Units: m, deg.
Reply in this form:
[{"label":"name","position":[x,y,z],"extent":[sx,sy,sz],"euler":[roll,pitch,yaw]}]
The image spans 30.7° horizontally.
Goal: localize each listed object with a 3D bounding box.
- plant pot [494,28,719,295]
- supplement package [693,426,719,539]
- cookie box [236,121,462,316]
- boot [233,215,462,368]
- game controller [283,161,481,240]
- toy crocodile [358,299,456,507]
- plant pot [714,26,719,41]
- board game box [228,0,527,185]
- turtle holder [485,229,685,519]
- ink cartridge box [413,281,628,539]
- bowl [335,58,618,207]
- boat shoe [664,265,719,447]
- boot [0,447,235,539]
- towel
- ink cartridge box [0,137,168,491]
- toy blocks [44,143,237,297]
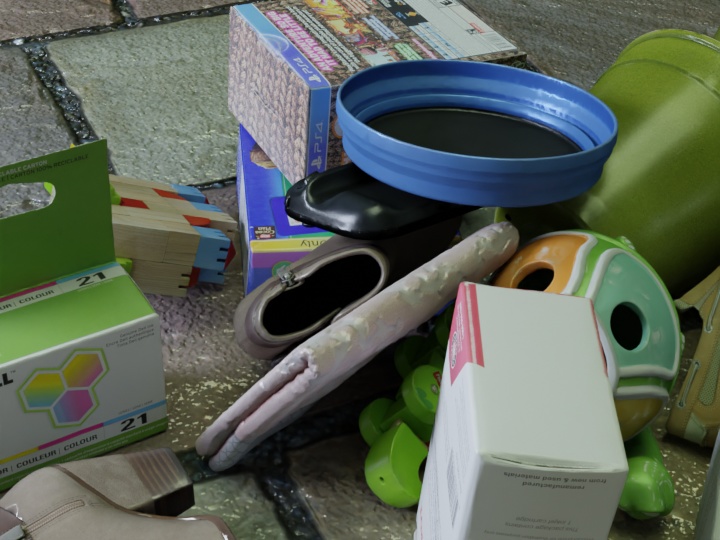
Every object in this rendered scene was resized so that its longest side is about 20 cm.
[{"label":"plant pot","position":[0.214,-0.056,1.042],"extent":[0.192,0.202,0.200],"euler":[-36,50,-25]},{"label":"supplement package","position":[0.251,0.189,0.757],"extent":[0.116,0.118,0.201],"euler":[13,38,12]},{"label":"cookie box","position":[-0.015,-0.048,1.090],"extent":[0.169,0.076,0.201],"euler":[-1,38,-8]},{"label":"boot","position":[0.000,0.000,0.918],"extent":[0.199,0.071,0.146],"euler":[-36,1,-7]},{"label":"game controller","position":[0.044,-0.060,0.936],"extent":[0.199,0.043,0.104],"euler":[-20,37,-39]},{"label":"toy crocodile","position":[0.053,0.083,0.931],"extent":[0.062,0.067,0.200],"euler":[42,39,-8]},{"label":"plant pot","position":[0.378,-0.158,1.155],"extent":[0.198,0.194,0.201],"euler":[1,37,-1]},{"label":"board game box","position":[0.010,-0.157,1.093],"extent":[0.198,0.098,0.160],"euler":[-12,38,-24]},{"label":"turtle holder","position":[0.145,0.068,0.887],"extent":[0.139,0.188,0.132],"euler":[3,7,16]},{"label":"ink cartridge box","position":[0.084,0.132,0.753],"extent":[0.084,0.202,0.146],"euler":[6,36,-4]},{"label":"bowl","position":[0.080,-0.099,0.929],"extent":[0.198,0.040,0.201],"euler":[5,27,-2]},{"label":"boat shoe","position":[0.264,0.028,0.951],"extent":[0.075,0.072,0.202],"euler":[11,69,20]},{"label":"boot","position":[-0.145,0.189,0.770],"extent":[0.145,0.071,0.200],"euler":[-25,43,-22]},{"label":"towel","position":[-0.003,0.051,0.884],"extent":[0.199,0.191,0.032],"euler":[-33,84,-39]},{"label":"ink cartridge box","position":[-0.212,0.033,0.863],"extent":[0.147,0.202,0.076],"euler":[-19,42,-26]},{"label":"toy blocks","position":[-0.163,-0.029,1.043],"extent":[0.135,0.101,0.200],"euler":[8,16,-29]}]
